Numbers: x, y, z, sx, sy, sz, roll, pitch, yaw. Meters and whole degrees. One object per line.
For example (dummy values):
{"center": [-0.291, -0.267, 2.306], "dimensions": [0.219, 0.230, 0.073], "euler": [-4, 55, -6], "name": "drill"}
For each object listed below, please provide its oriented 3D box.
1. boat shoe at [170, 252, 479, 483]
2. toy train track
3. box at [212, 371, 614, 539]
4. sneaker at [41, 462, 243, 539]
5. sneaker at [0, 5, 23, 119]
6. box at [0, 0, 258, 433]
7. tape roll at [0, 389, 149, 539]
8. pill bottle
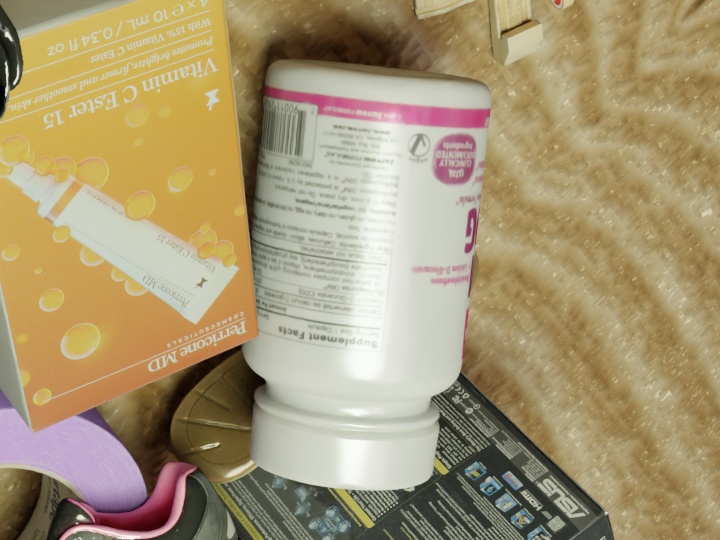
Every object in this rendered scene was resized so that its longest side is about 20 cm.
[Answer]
{"center": [-0.022, 0.043, 0.988], "dimensions": [0.200, 0.071, 0.065], "euler": [-36, 172, -9], "name": "boat shoe"}
{"center": [0.078, -0.190, 0.911], "dimensions": [0.114, 0.033, 0.201], "euler": [-27, 132, -20], "name": "toy train track"}
{"center": [0.018, 0.131, 0.975], "dimensions": [0.161, 0.200, 0.049], "euler": [-33, 134, -15], "name": "box"}
{"center": [-0.147, 0.162, 0.886], "dimensions": [0.199, 0.079, 0.096], "euler": [-27, 111, -20], "name": "sneaker"}
{"center": [-0.196, -0.054, 0.682], "dimensions": [0.076, 0.115, 0.201], "euler": [-38, 150, -53], "name": "sneaker"}
{"center": [-0.128, -0.048, 0.809], "dimensions": [0.124, 0.097, 0.201], "euler": [-23, 132, -23], "name": "box"}
{"center": [-0.210, 0.137, 0.904], "dimensions": [0.199, 0.066, 0.201], "euler": [-20, 130, -26], "name": "tape roll"}
{"center": [0.000, 0.000, 0.890], "dimensions": [0.113, 0.113, 0.201], "euler": [-1, 101, -37], "name": "pill bottle"}
